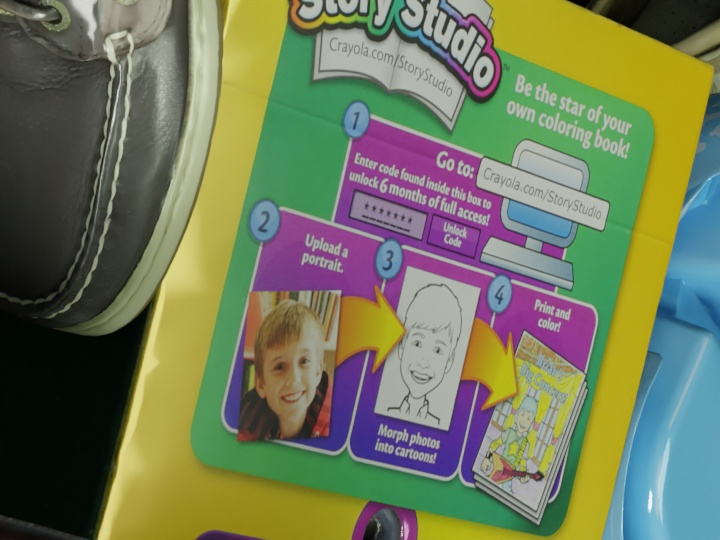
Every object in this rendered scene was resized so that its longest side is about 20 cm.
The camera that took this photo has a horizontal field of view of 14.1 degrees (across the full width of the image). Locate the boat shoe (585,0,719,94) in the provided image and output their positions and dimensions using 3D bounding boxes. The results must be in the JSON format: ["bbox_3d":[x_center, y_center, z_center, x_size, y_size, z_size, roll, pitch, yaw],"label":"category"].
[{"bbox_3d":[0.122,-0.102,1.010,0.201,0.073,0.063,-48,146,-32],"label":"boat shoe"}]

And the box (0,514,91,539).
[{"bbox_3d":[-0.111,0.166,0.569,0.200,0.164,0.166,-58,146,-34],"label":"box"}]

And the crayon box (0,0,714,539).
[{"bbox_3d":[0.000,0.000,0.782,0.200,0.058,0.173,17,84,-48],"label":"crayon box"}]

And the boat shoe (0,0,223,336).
[{"bbox_3d":[-0.071,-0.084,0.654,0.066,0.072,0.201,-3,103,-52],"label":"boat shoe"}]

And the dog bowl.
[{"bbox_3d":[0.107,0.026,0.925,0.111,0.050,0.200,55,52,-44],"label":"dog bowl"}]
